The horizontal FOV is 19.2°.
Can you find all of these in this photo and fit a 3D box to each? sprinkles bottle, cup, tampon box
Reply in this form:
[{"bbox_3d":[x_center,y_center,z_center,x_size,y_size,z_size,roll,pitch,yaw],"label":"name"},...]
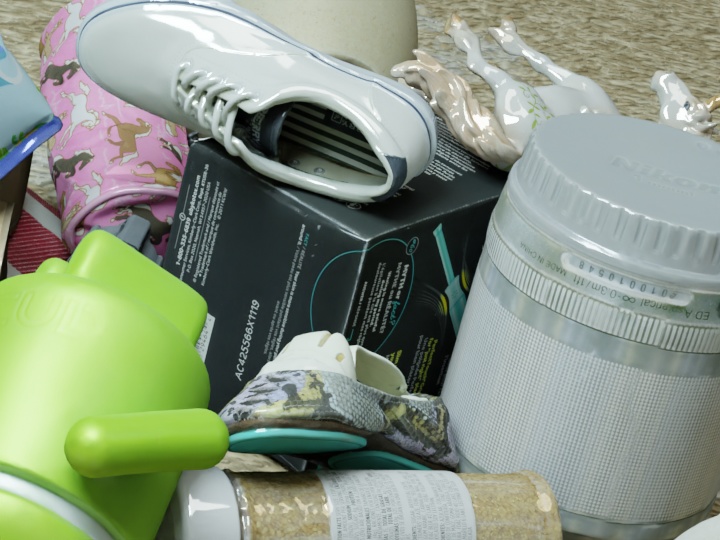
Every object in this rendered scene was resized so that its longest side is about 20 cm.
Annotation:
[{"bbox_3d":[-0.003,0.128,1.019,0.199,0.068,0.068,3,27,-25],"label":"sprinkles bottle"},{"bbox_3d":[-0.044,-0.132,1.405,0.200,0.201,0.143,5,33,-20],"label":"cup"},{"bbox_3d":[0.000,0.000,1.193,0.126,0.150,0.200,30,29,29],"label":"tampon box"}]

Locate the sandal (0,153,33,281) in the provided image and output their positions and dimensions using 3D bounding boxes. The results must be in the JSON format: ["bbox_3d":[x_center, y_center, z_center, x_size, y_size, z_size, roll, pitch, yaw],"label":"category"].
[{"bbox_3d":[-0.227,-0.045,1.203,0.069,0.078,0.212,8,30,-7],"label":"sandal"}]

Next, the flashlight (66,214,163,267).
[{"bbox_3d":[-0.150,0.044,1.115,0.068,0.068,0.200,-12,22,12],"label":"flashlight"}]

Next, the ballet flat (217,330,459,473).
[{"bbox_3d":[-0.014,0.067,1.050,0.072,0.072,0.200,31,3,31],"label":"ballet flat"}]

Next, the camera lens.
[{"bbox_3d":[0.133,0.036,1.130,0.159,0.201,0.160,12,25,-6],"label":"camera lens"}]

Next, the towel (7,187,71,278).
[{"bbox_3d":[-0.254,-0.013,1.234,0.200,0.023,0.144,-8,32,-41],"label":"towel"}]

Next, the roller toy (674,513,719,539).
[{"bbox_3d":[0.207,0.178,0.898,0.182,0.201,0.140,19,24,35],"label":"roller toy"}]

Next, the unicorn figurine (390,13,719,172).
[{"bbox_3d":[0.113,-0.094,1.210,0.200,0.074,0.137,-27,57,-38],"label":"unicorn figurine"}]

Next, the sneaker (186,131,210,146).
[{"bbox_3d":[-0.099,-0.060,1.344,0.200,0.082,0.075,22,26,15],"label":"sneaker"}]

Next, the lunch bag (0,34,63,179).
[{"bbox_3d":[-0.285,-0.083,1.095,0.200,0.170,0.127,-42,27,-21],"label":"lunch bag"}]

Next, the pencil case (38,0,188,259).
[{"bbox_3d":[-0.143,-0.081,1.273,0.083,0.086,0.200,44,23,-40],"label":"pencil case"}]

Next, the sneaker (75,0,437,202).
[{"bbox_3d":[-0.058,-0.091,1.090,0.199,0.073,0.071,17,25,9],"label":"sneaker"}]

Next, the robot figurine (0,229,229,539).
[{"bbox_3d":[-0.138,0.083,0.933,0.116,0.175,0.200,37,53,-23],"label":"robot figurine"}]
